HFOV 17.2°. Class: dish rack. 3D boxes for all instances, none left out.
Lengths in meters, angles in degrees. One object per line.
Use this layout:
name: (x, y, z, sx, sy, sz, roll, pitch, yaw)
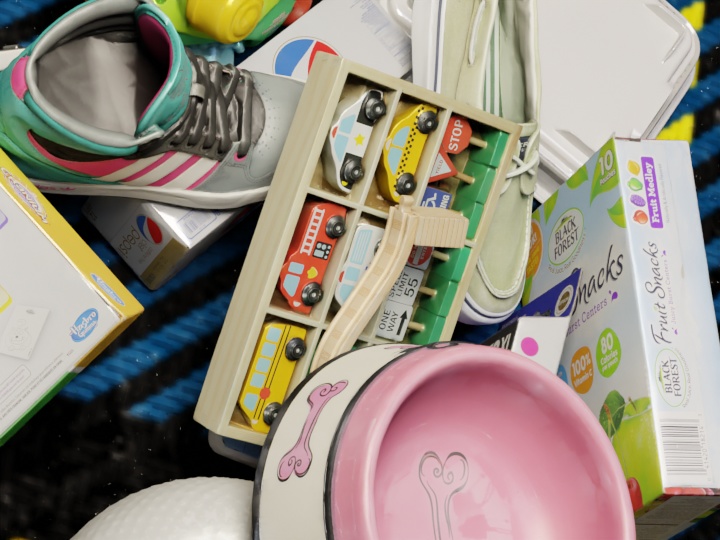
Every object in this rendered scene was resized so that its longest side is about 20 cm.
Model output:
dish rack: (0.107, -0.146, 1.428, 0.200, 0.044, 0.172, 40, 58, -5)

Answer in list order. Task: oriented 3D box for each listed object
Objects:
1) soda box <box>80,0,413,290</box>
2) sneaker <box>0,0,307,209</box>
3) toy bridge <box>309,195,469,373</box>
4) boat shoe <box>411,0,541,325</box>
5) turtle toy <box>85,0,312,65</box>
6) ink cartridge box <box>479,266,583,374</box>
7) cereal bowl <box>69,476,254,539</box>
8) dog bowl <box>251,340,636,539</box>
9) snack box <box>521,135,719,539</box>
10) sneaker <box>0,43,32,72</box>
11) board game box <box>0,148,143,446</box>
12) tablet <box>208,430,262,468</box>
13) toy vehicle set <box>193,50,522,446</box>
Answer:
soda box: (-0.058, -0.077, 1.314, 0.064, 0.068, 0.200, 49, 59, 2)
sneaker: (-0.090, -0.087, 1.191, 0.199, 0.121, 0.084, -2, 74, -17)
toy bridge: (0.006, 0.059, 1.219, 0.067, 0.027, 0.201, 2, 104, -33)
boat shoe: (0.067, -0.070, 1.300, 0.072, 0.062, 0.201, -7, 92, -38)
turtle toy: (-0.075, -0.181, 1.329, 0.146, 0.101, 0.200, 35, 56, 23)
ink cartridge box: (0.064, 0.092, 1.278, 0.037, 0.095, 0.201, 28, 61, -15)
cereal bowl: (-0.066, 0.200, 1.156, 0.199, 0.083, 0.201, 2, 84, -15)
dog bowl: (0.049, 0.125, 1.148, 0.199, 0.074, 0.201, 12, 68, -32)
snack box: (0.142, 0.046, 1.305, 0.053, 0.142, 0.201, 3, 68, -21)
sneaker: (-0.207, -0.069, 1.257, 0.199, 0.076, 0.088, -7, 86, -22)
board game box: (-0.229, -0.003, 1.174, 0.153, 0.040, 0.200, -42, 88, 12)
tablet: (-0.008, 0.019, 1.285, 0.130, 0.014, 0.201, 24, 74, -34)
toy vehicle set: (0.000, 0.000, 1.232, 0.124, 0.026, 0.201, 16, 94, -36)
